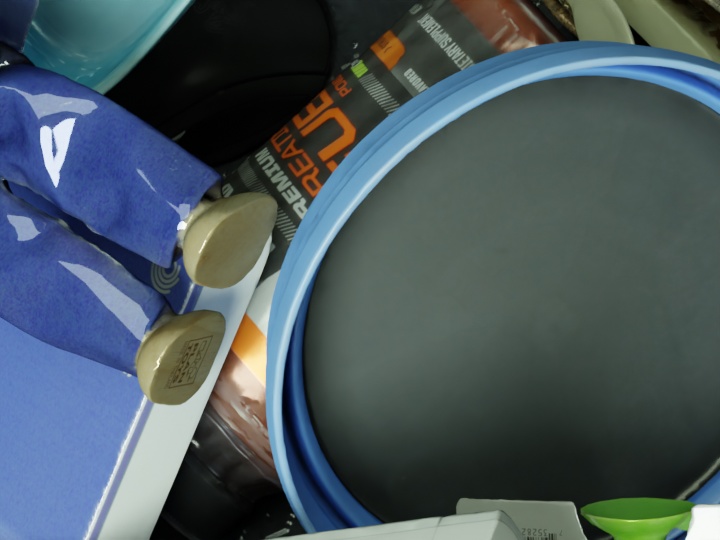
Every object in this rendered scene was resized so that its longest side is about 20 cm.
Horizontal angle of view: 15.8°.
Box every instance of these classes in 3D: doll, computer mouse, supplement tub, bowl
[{"bbox_3d":[-0.127,-0.032,0.782,0.199,0.048,0.137,31,110,19],"label":"doll"},{"bbox_3d":[-0.100,-0.034,0.933,0.199,0.046,0.141,-18,67,7],"label":"computer mouse"},{"bbox_3d":[0.000,0.000,0.860,0.200,0.107,0.107,-43,67,3],"label":"supplement tub"},{"bbox_3d":[0.065,0.023,0.809,0.200,0.201,0.039,-34,28,0],"label":"bowl"}]

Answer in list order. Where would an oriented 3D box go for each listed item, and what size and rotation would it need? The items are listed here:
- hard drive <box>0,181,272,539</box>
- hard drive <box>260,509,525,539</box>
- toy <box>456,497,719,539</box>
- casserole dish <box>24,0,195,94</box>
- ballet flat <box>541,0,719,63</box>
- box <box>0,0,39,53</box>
[{"bbox_3d":[-0.121,0.008,0.862,0.200,0.025,0.133,31,101,43],"label":"hard drive"},{"bbox_3d":[-0.020,0.135,0.777,0.199,0.132,0.027,-11,34,30],"label":"hard drive"},{"bbox_3d":[0.093,0.166,0.800,0.114,0.047,0.202,0,100,22],"label":"toy"},{"bbox_3d":[-0.076,-0.142,0.830,0.121,0.039,0.200,47,113,11],"label":"casserole dish"},{"bbox_3d":[0.126,-0.053,0.870,0.067,0.068,0.200,-15,50,-40],"label":"ballet flat"},{"bbox_3d":[-0.183,-0.030,0.852,0.121,0.032,0.201,23,102,21],"label":"box"}]
